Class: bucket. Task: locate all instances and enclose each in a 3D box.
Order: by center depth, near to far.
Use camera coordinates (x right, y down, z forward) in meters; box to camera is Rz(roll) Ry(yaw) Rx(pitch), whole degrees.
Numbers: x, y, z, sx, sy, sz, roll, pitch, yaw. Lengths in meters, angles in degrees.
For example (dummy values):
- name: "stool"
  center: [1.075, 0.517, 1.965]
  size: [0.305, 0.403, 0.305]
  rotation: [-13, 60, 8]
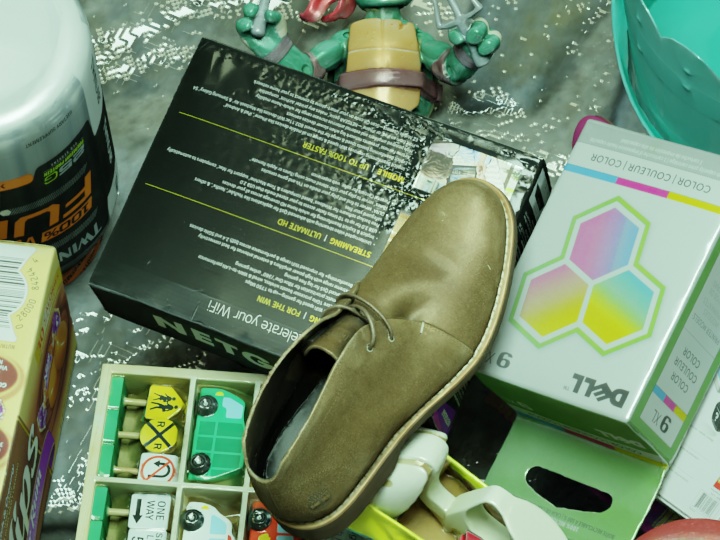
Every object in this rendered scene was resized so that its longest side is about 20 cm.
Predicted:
- name: "bucket"
  center: [0.241, -0.148, 1.698]
  size: [0.206, 0.135, 0.208]
  rotation: [-1, 60, 2]

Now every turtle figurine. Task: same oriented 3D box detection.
- name: "turtle figurine"
  center: [0.013, -0.110, 1.707]
  size: [0.149, 0.101, 0.201]
  rotation: [-7, 76, 15]

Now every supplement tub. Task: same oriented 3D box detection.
- name: "supplement tub"
  center: [-0.197, -0.073, 1.636]
  size: [0.122, 0.200, 0.123]
  rotation: [-1, 62, 2]

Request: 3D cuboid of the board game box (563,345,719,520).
- name: "board game box"
  center: [0.156, 0.043, 1.543]
  size: [0.200, 0.035, 0.126]
  rotation: [36, 89, 41]

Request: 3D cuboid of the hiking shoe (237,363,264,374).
- name: "hiking shoe"
  center: [0.000, 0.000, 1.600]
  size: [0.199, 0.101, 0.076]
  rotation: [-25, 32, 24]

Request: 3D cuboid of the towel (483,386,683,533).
- name: "towel"
  center: [0.164, 0.059, 1.567]
  size: [0.144, 0.023, 0.200]
  rotation: [-50, 49, 0]

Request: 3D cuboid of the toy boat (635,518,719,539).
- name: "toy boat"
  center: [0.201, 0.189, 1.383]
  size: [0.199, 0.131, 0.131]
  rotation: [33, 28, 2]

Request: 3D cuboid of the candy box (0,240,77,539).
- name: "candy box"
  center: [-0.199, 0.098, 1.590]
  size: [0.056, 0.117, 0.201]
  rotation: [5, 61, 4]

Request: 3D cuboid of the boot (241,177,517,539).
- name: "boot"
  center: [0.011, 0.033, 1.456]
  size: [0.073, 0.076, 0.201]
  rotation: [24, 75, 30]

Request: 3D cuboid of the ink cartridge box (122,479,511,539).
- name: "ink cartridge box"
  center: [-0.026, 0.177, 1.559]
  size: [0.199, 0.084, 0.146]
  rotation: [8, 61, 7]

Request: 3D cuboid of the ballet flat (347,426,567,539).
- name: "ballet flat"
  center: [0.043, 0.117, 1.492]
  size: [0.200, 0.067, 0.067]
  rotation: [36, 55, 4]

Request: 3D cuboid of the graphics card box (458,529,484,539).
- name: "graphics card box"
  center: [0.049, 0.242, 1.457]
  size: [0.125, 0.051, 0.200]
  rotation: [32, 108, -6]

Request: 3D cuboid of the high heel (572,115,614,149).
- name: "high heel"
  center: [0.128, 0.008, 1.652]
  size: [0.096, 0.068, 0.201]
  rotation: [-11, 64, -16]

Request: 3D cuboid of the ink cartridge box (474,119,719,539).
- name: "ink cartridge box"
  center: [0.125, 0.032, 1.506]
  size: [0.103, 0.059, 0.201]
  rotation: [18, 76, 39]

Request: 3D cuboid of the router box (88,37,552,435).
- name: "router box"
  center: [-0.021, -0.018, 1.548]
  size: [0.199, 0.051, 0.150]
  rotation: [21, 75, 15]

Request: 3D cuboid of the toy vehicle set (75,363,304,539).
- name: "toy vehicle set"
  center: [-0.082, 0.144, 1.514]
  size: [0.123, 0.027, 0.201]
  rotation: [3, 59, 4]
